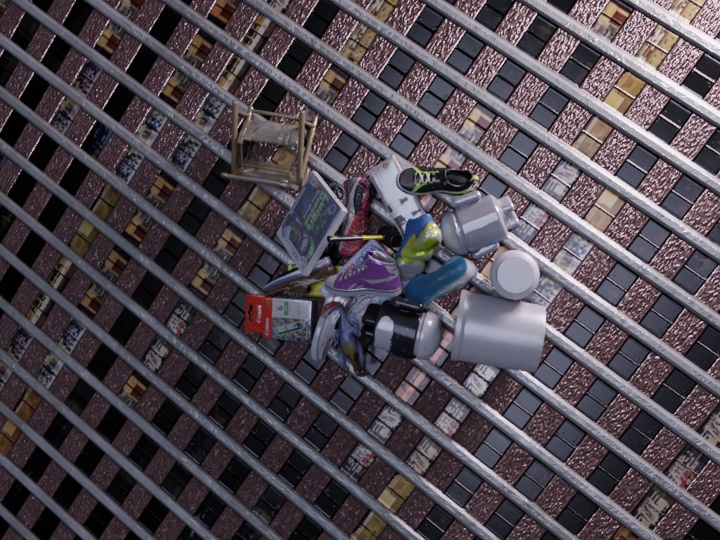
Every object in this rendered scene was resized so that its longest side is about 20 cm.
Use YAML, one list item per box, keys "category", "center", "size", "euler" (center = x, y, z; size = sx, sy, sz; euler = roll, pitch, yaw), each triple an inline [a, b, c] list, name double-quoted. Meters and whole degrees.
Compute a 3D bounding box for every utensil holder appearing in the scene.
- category: "utensil holder"
  center: [0.323, 0.144, 1.496]
  size: [0.198, 0.170, 0.172]
  euler: [8, 93, 9]

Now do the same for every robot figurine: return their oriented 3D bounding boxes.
- category: "robot figurine"
  center: [0.277, -0.108, 1.527]
  size: [0.198, 0.113, 0.171]
  euler: [-21, 111, 11]
- category: "robot figurine"
  center: [0.103, 0.143, 1.565]
  size: [0.198, 0.150, 0.126]
  euler: [14, 77, 12]

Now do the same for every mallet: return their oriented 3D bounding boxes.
- category: "mallet"
  center: [0.004, -0.084, 1.558]
  size: [0.198, 0.066, 0.042]
  euler: [0, 111, -25]

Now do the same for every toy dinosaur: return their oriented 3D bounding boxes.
- category: "toy dinosaur"
  center: [-0.045, 0.172, 1.571]
  size: [0.104, 0.200, 0.183]
  euler: [-12, 75, 0]

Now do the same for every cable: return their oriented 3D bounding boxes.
- category: "cable"
  center: [-0.110, -0.129, 1.610]
  size: [0.162, 0.051, 0.202]
  euler: [14, 94, 44]

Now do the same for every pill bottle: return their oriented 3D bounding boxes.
- category: "pill bottle"
  center: [0.355, 0.010, 1.468]
  size: [0.111, 0.200, 0.113]
  euler: [0, 91, 12]

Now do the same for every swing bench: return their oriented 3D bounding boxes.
- category: "swing bench"
  center: [-0.231, -0.315, 1.628]
  size: [0.197, 0.130, 0.202]
  euler: [12, 99, 11]

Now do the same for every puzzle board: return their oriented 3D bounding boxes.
- category: "puzzle board"
  center: [0.012, 0.039, 1.623]
  size: [0.200, 0.017, 0.151]
  euler: [-44, 88, 10]

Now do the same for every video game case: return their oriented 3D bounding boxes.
- category: "video game case"
  center: [-0.126, -0.118, 1.580]
  size: [0.201, 0.023, 0.182]
  euler: [-57, 46, 21]

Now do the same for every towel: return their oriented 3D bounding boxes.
- category: "towel"
  center: [-0.095, 0.029, 1.659]
  size: [0.198, 0.018, 0.087]
  euler: [2, 97, 11]

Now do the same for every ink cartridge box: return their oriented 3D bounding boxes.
- category: "ink cartridge box"
  center: [-0.217, 0.122, 1.663]
  size: [0.198, 0.050, 0.110]
  euler: [4, 97, 11]

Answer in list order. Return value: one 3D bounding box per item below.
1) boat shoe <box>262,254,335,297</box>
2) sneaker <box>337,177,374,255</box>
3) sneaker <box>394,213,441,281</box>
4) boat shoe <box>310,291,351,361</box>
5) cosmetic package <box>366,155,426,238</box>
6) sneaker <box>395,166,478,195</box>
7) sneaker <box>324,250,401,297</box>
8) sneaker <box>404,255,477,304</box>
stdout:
- category: "boat shoe"
  center: [-0.157, 0.030, 1.626]
  size: [0.198, 0.072, 0.073]
  euler: [-23, 99, 16]
- category: "sneaker"
  center: [-0.021, -0.136, 1.615]
  size: [0.074, 0.080, 0.202]
  euler: [14, 90, 39]
- category: "sneaker"
  center: [0.131, -0.060, 1.548]
  size: [0.200, 0.075, 0.106]
  euler: [-48, 37, 42]
- category: "boat shoe"
  center: [-0.073, 0.149, 1.612]
  size: [0.065, 0.074, 0.202]
  euler: [22, 111, 16]
- category: "cosmetic package"
  center: [0.100, -0.181, 1.596]
  size: [0.082, 0.051, 0.201]
  euler: [-30, 85, 10]
- category: "sneaker"
  center: [0.186, -0.229, 1.538]
  size: [0.198, 0.083, 0.073]
  euler: [0, 76, -6]
- category: "sneaker"
  center: [0.000, 0.000, 1.547]
  size: [0.198, 0.073, 0.115]
  euler: [-1, 121, 17]
- category: "sneaker"
  center: [0.197, 0.035, 1.565]
  size: [0.199, 0.080, 0.077]
  euler: [-29, 64, 31]
